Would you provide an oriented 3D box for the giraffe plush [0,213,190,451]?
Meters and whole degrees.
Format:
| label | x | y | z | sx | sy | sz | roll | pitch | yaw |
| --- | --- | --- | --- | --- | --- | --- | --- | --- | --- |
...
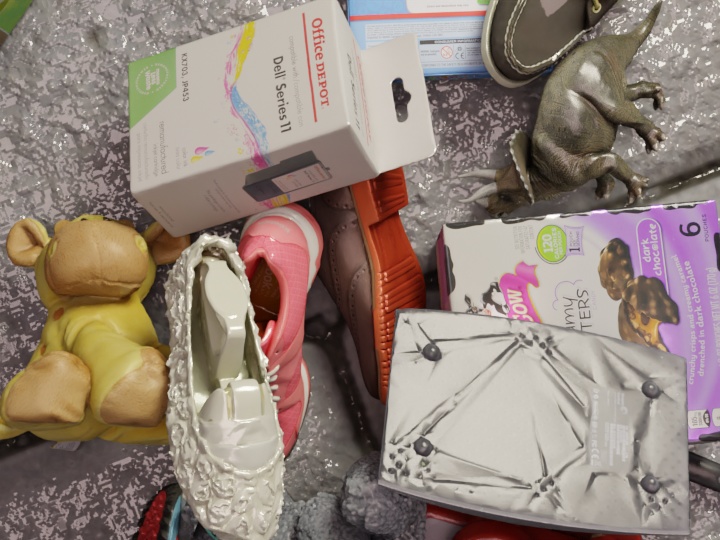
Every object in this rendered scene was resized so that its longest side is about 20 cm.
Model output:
| label | x | y | z | sx | sy | sz | roll | pitch | yaw |
| --- | --- | --- | --- | --- | --- | --- | --- | --- | --- |
| giraffe plush | -0.177 | 0.034 | 0.866 | 0.171 | 0.199 | 0.164 | 10 | 73 | -35 |

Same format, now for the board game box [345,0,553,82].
| label | x | y | z | sx | sy | sz | roll | pitch | yaw |
| --- | --- | --- | --- | --- | --- | --- | --- | --- | --- |
| board game box | 0.061 | -0.242 | 0.914 | 0.149 | 0.037 | 0.202 | -2 | 93 | -2 |

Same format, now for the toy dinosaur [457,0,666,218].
| label | x | y | z | sx | sy | sz | roll | pitch | yaw |
| --- | --- | --- | --- | --- | --- | --- | --- | --- | --- |
| toy dinosaur | 0.164 | -0.111 | 0.895 | 0.102 | 0.077 | 0.201 | 26 | 99 | -19 |

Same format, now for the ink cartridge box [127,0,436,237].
| label | x | y | z | sx | sy | sz | roll | pitch | yaw |
| --- | --- | --- | --- | --- | --- | --- | --- | --- | --- |
| ink cartridge box | -0.056 | -0.111 | 0.854 | 0.198 | 0.067 | 0.118 | -16 | 58 | 13 |

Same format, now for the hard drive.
| label | x | y | z | sx | sy | sz | roll | pitch | yaw |
| --- | --- | --- | --- | --- | --- | --- | --- | --- | --- |
| hard drive | 0.111 | 0.101 | 0.805 | 0.198 | 0.042 | 0.136 | 10 | 61 | -5 |

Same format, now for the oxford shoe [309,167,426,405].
| label | x | y | z | sx | sy | sz | roll | pitch | yaw |
| --- | --- | --- | --- | --- | --- | --- | --- | --- | --- |
| oxford shoe | 0.000 | 0.000 | 0.914 | 0.072 | 0.071 | 0.202 | -4 | 96 | 29 |

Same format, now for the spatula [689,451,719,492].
| label | x | y | z | sx | sy | sz | roll | pitch | yaw |
| --- | --- | --- | --- | --- | --- | --- | --- | --- | --- |
| spatula | 0.191 | 0.122 | 0.932 | 0.198 | 0.021 | 0.057 | 22 | 85 | -3 |

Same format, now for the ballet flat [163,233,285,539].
| label | x | y | z | sx | sy | sz | roll | pitch | yaw |
| --- | --- | --- | --- | --- | --- | --- | --- | --- | --- |
| ballet flat | -0.084 | 0.064 | 0.755 | 0.071 | 0.072 | 0.202 | -15 | 61 | -1 |

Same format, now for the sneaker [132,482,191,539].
| label | x | y | z | sx | sy | sz | roll | pitch | yaw |
| --- | --- | --- | --- | --- | --- | --- | --- | --- | --- |
| sneaker | -0.117 | 0.256 | 0.915 | 0.095 | 0.079 | 0.202 | 0 | 85 | -29 |

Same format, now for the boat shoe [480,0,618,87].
| label | x | y | z | sx | sy | sz | roll | pitch | yaw |
| --- | --- | --- | --- | --- | --- | --- | --- | --- | --- |
| boat shoe | 0.157 | -0.215 | 0.877 | 0.072 | 0.060 | 0.202 | 41 | 74 | -21 |

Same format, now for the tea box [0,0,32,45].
| label | x | y | z | sx | sy | sz | roll | pitch | yaw |
| --- | --- | --- | --- | --- | --- | --- | --- | --- | --- |
| tea box | -0.297 | -0.288 | 0.857 | 0.199 | 0.134 | 0.198 | 35 | 91 | -2 |

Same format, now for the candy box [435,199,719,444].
| label | x | y | z | sx | sy | sz | roll | pitch | yaw |
| --- | --- | --- | --- | --- | --- | --- | --- | --- | --- |
| candy box | 0.159 | 0.046 | 0.893 | 0.198 | 0.072 | 0.170 | -5 | 81 | -2 |

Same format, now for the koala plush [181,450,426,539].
| label | x | y | z | sx | sy | sz | roll | pitch | yaw |
| --- | --- | --- | --- | --- | --- | --- | --- | --- | --- |
| koala plush | -0.064 | 0.220 | 0.789 | 0.176 | 0.199 | 0.186 | -12 | 83 | 31 |

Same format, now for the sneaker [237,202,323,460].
| label | x | y | z | sx | sy | sz | roll | pitch | yaw |
| --- | --- | --- | --- | --- | --- | --- | --- | --- | --- |
| sneaker | -0.075 | 0.055 | 0.876 | 0.073 | 0.087 | 0.202 | 8 | 109 | 8 |

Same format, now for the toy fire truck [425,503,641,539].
| label | x | y | z | sx | sy | sz | roll | pitch | yaw |
| --- | --- | --- | --- | --- | --- | --- | --- | --- | --- |
| toy fire truck | 0.116 | 0.244 | 0.899 | 0.198 | 0.112 | 0.170 | 15 | 109 | -1 |
